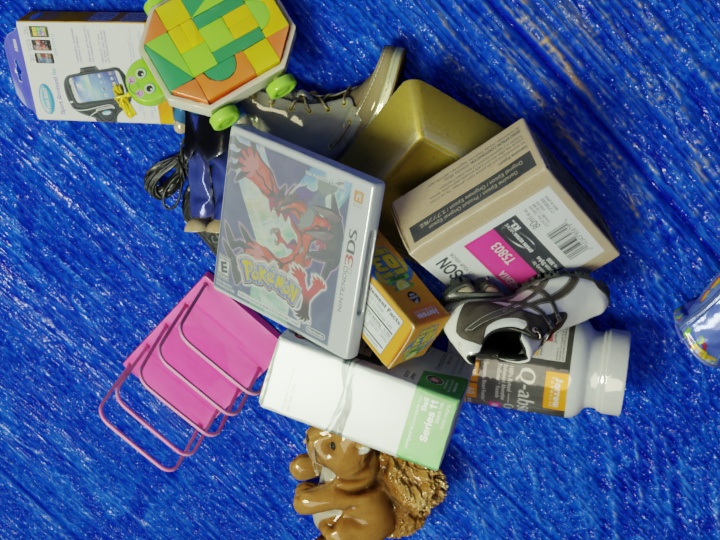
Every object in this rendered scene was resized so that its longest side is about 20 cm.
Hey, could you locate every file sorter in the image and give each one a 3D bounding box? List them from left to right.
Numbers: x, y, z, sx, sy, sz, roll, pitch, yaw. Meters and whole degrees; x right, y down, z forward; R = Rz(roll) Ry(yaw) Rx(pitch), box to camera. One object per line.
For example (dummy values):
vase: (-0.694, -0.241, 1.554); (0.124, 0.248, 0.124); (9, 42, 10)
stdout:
file sorter: (-0.213, 0.135, 1.451); (0.139, 0.126, 0.200); (41, 122, -10)

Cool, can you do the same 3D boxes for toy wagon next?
toy wagon: (-0.165, -0.223, 1.205); (0.198, 0.040, 0.156); (-30, 81, -9)

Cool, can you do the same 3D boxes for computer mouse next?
computer mouse: (-0.148, -0.070, 1.362); (0.138, 0.053, 0.201); (-35, 94, 29)

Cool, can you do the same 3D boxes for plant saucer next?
plant saucer: (0.074, -0.081, 1.244); (0.198, 0.049, 0.200); (25, 126, -26)

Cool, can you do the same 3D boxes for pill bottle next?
pill bottle: (0.200, 0.102, 1.318); (0.197, 0.117, 0.118); (8, 121, 12)

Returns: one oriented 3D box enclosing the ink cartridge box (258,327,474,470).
ink cartridge box: (0.010, 0.119, 1.230); (0.197, 0.147, 0.084); (18, 105, 7)

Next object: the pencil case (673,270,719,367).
pencil case: (0.412, 0.013, 1.224); (0.086, 0.079, 0.201); (16, 128, -29)

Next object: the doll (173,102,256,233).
doll: (-0.161, -0.144, 1.260); (0.135, 0.048, 0.203); (5, 101, 44)

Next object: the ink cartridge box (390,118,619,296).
ink cartridge box: (0.153, -0.042, 1.204); (0.164, 0.076, 0.200); (-33, 141, 17)

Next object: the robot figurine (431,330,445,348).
robot figurine: (0.027, 0.105, 1.366); (0.174, 0.116, 0.201); (-29, 104, 19)

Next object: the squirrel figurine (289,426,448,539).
squirrel figurine: (0.009, 0.253, 1.461); (0.197, 0.142, 0.189); (1, 120, -3)

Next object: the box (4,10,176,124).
box: (-0.302, -0.230, 1.317); (0.197, 0.042, 0.121); (5, 122, 16)

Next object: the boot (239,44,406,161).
boot: (-0.048, -0.181, 1.254); (0.153, 0.072, 0.201); (30, 123, 1)

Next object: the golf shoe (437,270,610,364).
golf shoe: (0.175, 0.057, 1.197); (0.197, 0.095, 0.078); (-6, 141, -17)

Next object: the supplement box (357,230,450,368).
supplement box: (0.000, 0.000, 1.180); (0.201, 0.066, 0.069); (51, 129, 19)

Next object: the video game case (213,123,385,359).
video game case: (-0.068, -0.032, 1.173); (0.199, 0.023, 0.185); (25, 116, 35)
